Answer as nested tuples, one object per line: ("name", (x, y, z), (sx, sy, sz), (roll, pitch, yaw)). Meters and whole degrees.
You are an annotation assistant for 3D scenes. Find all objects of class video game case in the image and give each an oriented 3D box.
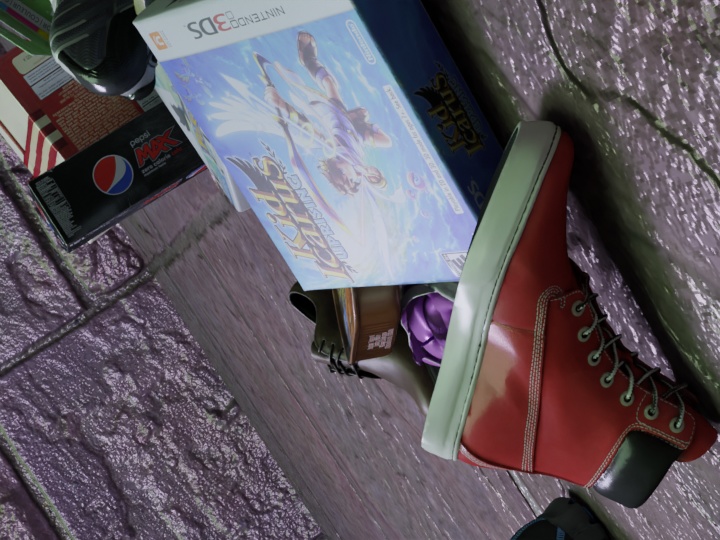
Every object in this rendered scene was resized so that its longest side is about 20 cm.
("video game case", (-0.142, -0.164, 1.087), (0.182, 0.022, 0.200), (54, 168, 32))
("video game case", (-0.014, -0.080, 0.812), (0.181, 0.045, 0.200), (-3, 126, 51))

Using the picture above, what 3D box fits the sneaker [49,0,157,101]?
("sneaker", (-0.164, -0.153, 1.006), (0.200, 0.075, 0.116), (-116, 1, -48))

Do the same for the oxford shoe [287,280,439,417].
("oxford shoe", (0.008, 0.067, 1.204), (0.200, 0.084, 0.073), (44, 161, 40))

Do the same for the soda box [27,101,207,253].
("soda box", (-0.181, -0.095, 1.242), (0.063, 0.200, 0.071), (58, 168, -1))

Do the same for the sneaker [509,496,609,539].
("sneaker", (0.178, 0.260, 1.039), (0.200, 0.082, 0.073), (49, 164, 28))

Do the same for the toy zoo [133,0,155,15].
("toy zoo", (-0.054, -0.163, 0.822), (0.200, 0.020, 0.131), (27, 145, 23))

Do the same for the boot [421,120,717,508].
("boot", (0.118, 0.027, 0.725), (0.144, 0.072, 0.201), (15, 125, 10))

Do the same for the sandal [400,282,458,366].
("sandal", (0.054, 0.042, 1.029), (0.083, 0.050, 0.203), (57, 169, -2))

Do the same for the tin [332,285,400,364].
("tin", (0.000, 0.000, 1.077), (0.200, 0.042, 0.112), (98, 158, -74))

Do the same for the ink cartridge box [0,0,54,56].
("ink cartridge box", (-0.239, -0.224, 1.187), (0.104, 0.059, 0.200), (35, -162, 11))

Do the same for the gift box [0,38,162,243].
("gift box", (-0.242, -0.162, 1.379), (0.200, 0.184, 0.187), (55, 162, 2))
